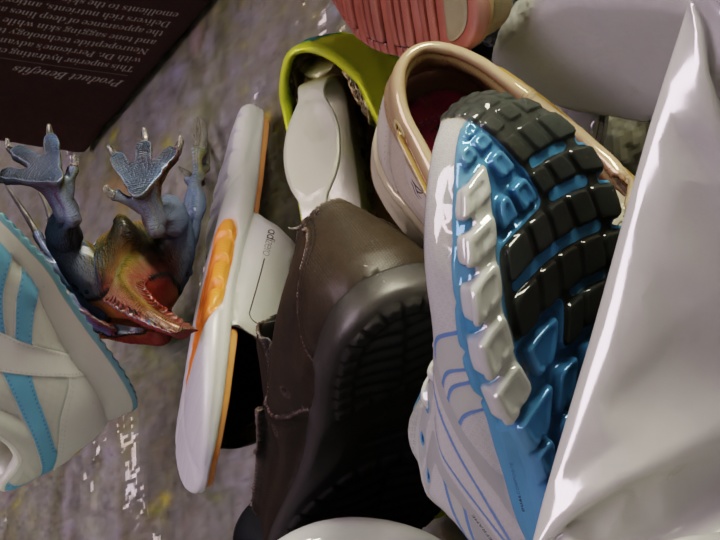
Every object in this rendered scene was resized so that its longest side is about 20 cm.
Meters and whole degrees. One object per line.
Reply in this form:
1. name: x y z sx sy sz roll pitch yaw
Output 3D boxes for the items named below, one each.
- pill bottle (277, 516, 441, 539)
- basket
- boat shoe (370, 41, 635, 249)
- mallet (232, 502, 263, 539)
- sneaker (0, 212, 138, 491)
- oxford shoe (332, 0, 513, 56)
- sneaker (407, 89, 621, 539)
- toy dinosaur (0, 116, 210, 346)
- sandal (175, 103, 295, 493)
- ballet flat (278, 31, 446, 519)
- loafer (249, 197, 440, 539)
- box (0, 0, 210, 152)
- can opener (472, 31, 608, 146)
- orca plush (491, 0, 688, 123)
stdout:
1. pill bottle: -0.017 0.169 0.933 0.200 0.108 0.109 121 146 -66
2. basket: 0.153 0.030 0.714 0.135 0.123 0.201 33 110 56
3. boat shoe: 0.073 -0.002 0.834 0.200 0.074 0.069 43 162 23
4. mallet: -0.005 0.048 1.045 0.066 0.041 0.201 20 97 54
5. sneaker: -0.178 0.017 1.101 0.081 0.200 0.076 -41 35 -12
6. oxford shoe: 0.016 -0.134 0.936 0.200 0.073 0.071 -136 38 -55
7. sneaker: 0.043 0.037 0.792 0.086 0.075 0.201 12 124 45
8. toy dinosaur: -0.117 0.008 1.138 0.182 0.104 0.201 80 -178 -51
9. sandal: -0.040 0.007 1.088 0.079 0.059 0.208 109 171 -48
10. ballet flat: 0.000 0.000 0.982 0.066 0.067 0.201 -15 78 24
11. loafer: -0.004 0.044 0.915 0.200 0.073 0.072 107 144 -51
12. box: -0.179 -0.187 1.241 0.200 0.165 0.165 -42 51 45
13. can opener: 0.035 -0.094 0.976 0.054 0.067 0.200 -63 38 27
14. orca plush: 0.123 -0.107 0.838 0.071 0.105 0.200 -57 10 -25
